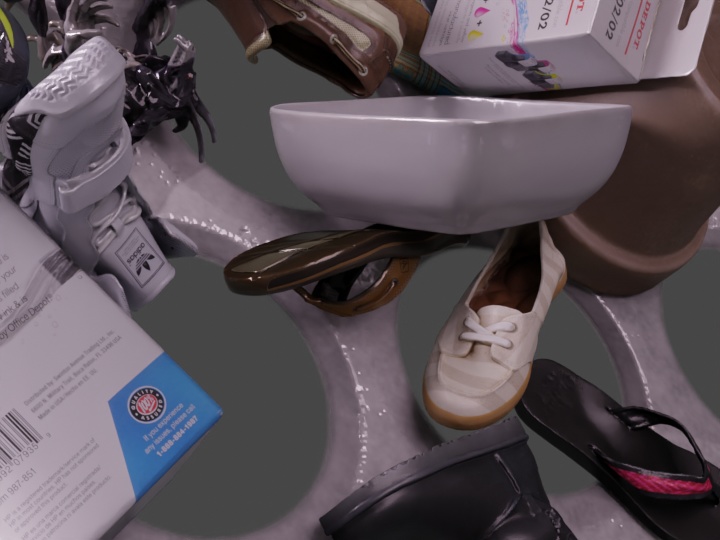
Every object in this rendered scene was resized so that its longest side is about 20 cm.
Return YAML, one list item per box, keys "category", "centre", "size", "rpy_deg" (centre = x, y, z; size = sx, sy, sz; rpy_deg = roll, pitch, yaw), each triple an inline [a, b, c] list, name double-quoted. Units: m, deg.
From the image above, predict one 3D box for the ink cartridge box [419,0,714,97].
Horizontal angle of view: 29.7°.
- category: "ink cartridge box"
  centre: [0.146, -0.192, 0.948]
  size: [0.068, 0.198, 0.117]
  rpy_deg: [31, 71, -39]

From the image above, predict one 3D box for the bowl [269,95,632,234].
- category: "bowl"
  centre: [0.060, -0.074, 0.900]
  size: [0.198, 0.198, 0.076]
  rpy_deg: [-13, 107, -46]

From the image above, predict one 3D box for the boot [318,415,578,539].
- category: "boot"
  centre: [0.084, 0.199, 0.789]
  size: [0.163, 0.066, 0.202]
  rpy_deg: [-17, 72, -37]

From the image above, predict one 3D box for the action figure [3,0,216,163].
- category: "action figure"
  centre: [-0.166, -0.154, 0.857]
  size: [0.198, 0.102, 0.119]
  rpy_deg: [31, 35, -7]

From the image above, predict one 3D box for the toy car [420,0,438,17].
- category: "toy car"
  centre: [0.018, -0.285, 1.017]
  size: [0.163, 0.157, 0.203]
  rpy_deg: [12, 58, -39]

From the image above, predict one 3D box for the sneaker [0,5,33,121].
- category: "sneaker"
  centre: [-0.211, -0.105, 0.744]
  size: [0.080, 0.199, 0.075]
  rpy_deg: [25, 83, -30]

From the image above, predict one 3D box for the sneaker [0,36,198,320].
- category: "sneaker"
  centre: [-0.137, -0.041, 0.731]
  size: [0.115, 0.200, 0.075]
  rpy_deg: [44, 61, -4]

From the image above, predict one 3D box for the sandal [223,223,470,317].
- category: "sandal"
  centre: [0.000, 0.000, 0.881]
  size: [0.199, 0.081, 0.056]
  rpy_deg: [-13, 100, -49]

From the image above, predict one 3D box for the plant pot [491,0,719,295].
- category: "plant pot"
  centre: [0.218, -0.105, 0.998]
  size: [0.198, 0.174, 0.203]
  rpy_deg: [16, 58, -28]

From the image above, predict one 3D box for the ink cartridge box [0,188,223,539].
- category: "ink cartridge box"
  centre: [-0.194, 0.061, 0.691]
  size: [0.200, 0.084, 0.145]
  rpy_deg: [44, 47, 3]

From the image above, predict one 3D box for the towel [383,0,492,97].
- category: "towel"
  centre: [0.046, -0.203, 1.082]
  size: [0.198, 0.022, 0.148]
  rpy_deg: [25, 47, -15]

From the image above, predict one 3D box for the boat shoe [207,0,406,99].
- category: "boat shoe"
  centre: [-0.066, -0.187, 0.966]
  size: [0.200, 0.075, 0.076]
  rpy_deg: [24, 69, -5]

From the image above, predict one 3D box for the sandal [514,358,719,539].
- category: "sandal"
  centre: [0.193, 0.124, 0.918]
  size: [0.199, 0.045, 0.076]
  rpy_deg: [34, 46, -6]

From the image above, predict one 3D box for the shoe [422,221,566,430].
- category: "shoe"
  centre: [0.089, 0.028, 0.900]
  size: [0.069, 0.054, 0.201]
  rpy_deg: [8, 36, 20]
